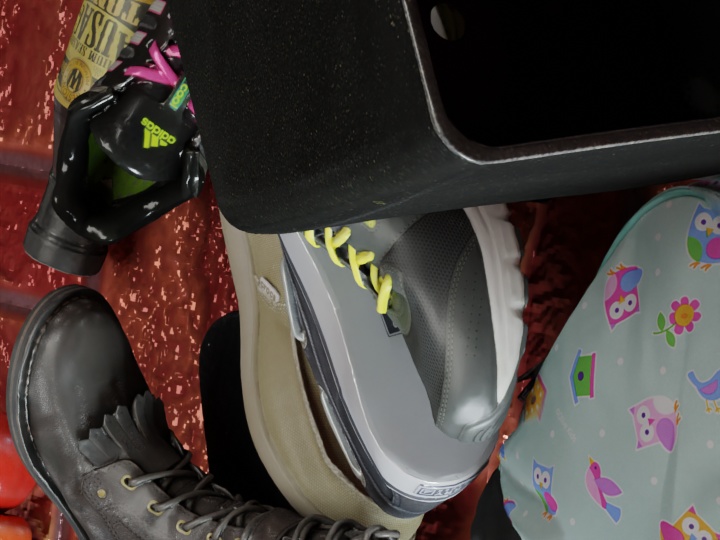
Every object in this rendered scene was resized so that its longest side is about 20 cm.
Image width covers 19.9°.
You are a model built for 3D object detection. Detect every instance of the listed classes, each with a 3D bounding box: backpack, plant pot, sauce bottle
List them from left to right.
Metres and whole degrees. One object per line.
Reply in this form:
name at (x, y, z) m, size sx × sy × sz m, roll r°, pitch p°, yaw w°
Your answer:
sauce bottle at (-0.110, -0.094, 0.980) m, size 0.066 × 0.066 × 0.201 m, roll 32°, pitch 108°, yaw 38°
plant pot at (0.038, -0.106, 0.631) m, size 0.177 × 0.199 × 0.201 m, roll -32°, pitch 70°, yaw 56°
backpack at (0.132, 0.061, 0.708) m, size 0.167 × 0.126 × 0.200 m, roll 46°, pitch 121°, yaw 32°

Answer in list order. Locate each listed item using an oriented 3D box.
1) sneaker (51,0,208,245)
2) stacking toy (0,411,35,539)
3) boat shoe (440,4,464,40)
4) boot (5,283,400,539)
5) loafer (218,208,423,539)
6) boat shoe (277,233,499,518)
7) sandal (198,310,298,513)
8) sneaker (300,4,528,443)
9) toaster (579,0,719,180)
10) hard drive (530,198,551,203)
sneaker at (-0.073, -0.079, 0.873) m, size 0.074 × 0.088 × 0.200 m, roll 35°, pitch 130°, yaw -10°
stacking toy at (-0.196, 0.171, 1.039) m, size 0.085 × 0.085 × 0.201 m, roll 2°, pitch 81°, yaw 42°
boat shoe at (0.045, -0.143, 0.789) m, size 0.063 × 0.073 × 0.201 m, roll -2°, pitch 89°, yaw 48°
boot at (-0.050, 0.102, 0.835) m, size 0.174 × 0.069 × 0.201 m, roll 4°, pitch 117°, yaw 42°
loafer at (-0.010, 0.022, 0.875) m, size 0.068 × 0.076 × 0.201 m, roll -35°, pitch 64°, yaw 41°
boat shoe at (0.000, 0.000, 0.814) m, size 0.068 × 0.072 × 0.201 m, roll 126°, pitch 128°, yaw -62°
sandal at (-0.033, 0.116, 0.911) m, size 0.075 × 0.045 × 0.201 m, roll -14°, pitch 76°, yaw 41°
sneaker at (0.002, -0.025, 0.754) m, size 0.075 × 0.084 × 0.201 m, roll 103°, pitch 153°, yaw -61°
toaster at (0.162, -0.102, 0.707) m, size 0.200 × 0.113 × 0.130 m, roll -8°, pitch 85°, yaw 42°
hard drive at (0.057, -0.146, 0.852) m, size 0.140 × 0.038 × 0.201 m, roll 34°, pitch 109°, yaw 37°
